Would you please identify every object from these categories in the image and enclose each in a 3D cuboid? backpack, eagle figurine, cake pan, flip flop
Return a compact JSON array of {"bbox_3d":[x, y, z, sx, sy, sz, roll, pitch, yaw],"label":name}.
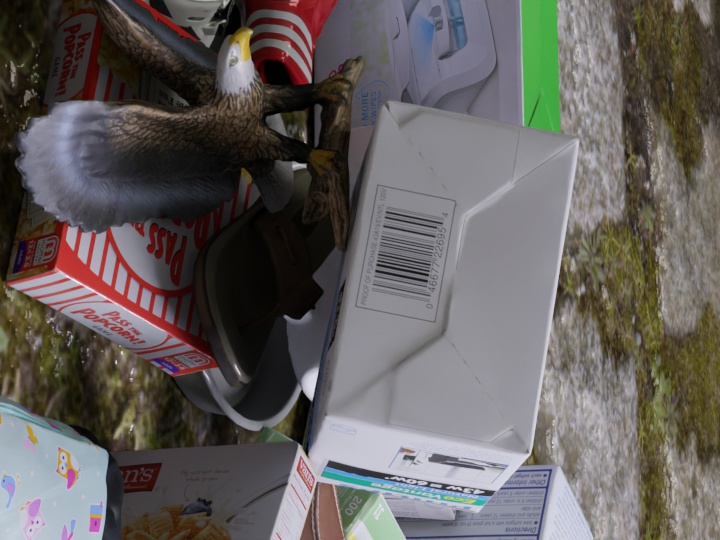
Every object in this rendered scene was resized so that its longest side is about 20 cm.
[{"bbox_3d":[-0.208,0.125,1.141,0.200,0.126,0.168,36,57,-57],"label":"backpack"},{"bbox_3d":[-0.100,-0.100,1.326,0.152,0.199,0.152,-100,-160,-65],"label":"eagle figurine"},{"bbox_3d":[-0.087,0.010,1.544,0.200,0.037,0.201,-3,90,-66],"label":"cake pan"},{"bbox_3d":[-0.047,-0.003,1.408,0.200,0.057,0.081,-52,127,-51],"label":"flip flop"}]

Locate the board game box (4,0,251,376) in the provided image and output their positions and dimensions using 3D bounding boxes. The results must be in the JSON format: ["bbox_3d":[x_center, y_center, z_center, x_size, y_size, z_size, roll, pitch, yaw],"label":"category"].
[{"bbox_3d":[-0.136,-0.056,1.391,0.151,0.046,0.201,32,56,-43],"label":"board game box"}]

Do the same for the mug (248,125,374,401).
[{"bbox_3d":[0.000,0.000,1.552,0.200,0.147,0.176,30,57,-27],"label":"mug"}]

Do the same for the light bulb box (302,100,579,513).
[{"bbox_3d":[0.044,0.028,1.363,0.200,0.124,0.199,111,-10,-73],"label":"light bulb box"}]

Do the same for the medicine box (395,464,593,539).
[{"bbox_3d":[0.064,0.255,1.674,0.103,0.181,0.201,60,35,-45],"label":"medicine box"}]

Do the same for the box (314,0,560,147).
[{"bbox_3d":[0.059,-0.184,1.738,0.097,0.176,0.201,19,69,-66],"label":"box"}]

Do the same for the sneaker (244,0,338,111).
[{"bbox_3d":[-0.058,-0.173,1.598,0.200,0.078,0.116,-17,117,-81],"label":"sneaker"}]

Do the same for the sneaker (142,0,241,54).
[{"bbox_3d":[-0.109,-0.180,1.465,0.200,0.088,0.075,20,67,-67],"label":"sneaker"}]

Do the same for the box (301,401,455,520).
[{"bbox_3d":[0.029,0.084,1.695,0.060,0.116,0.201,68,27,-55],"label":"box"}]

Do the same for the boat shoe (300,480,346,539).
[{"bbox_3d":[-0.011,0.225,1.445,0.076,0.071,0.201,-13,97,-69],"label":"boat shoe"}]

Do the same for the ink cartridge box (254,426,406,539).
[{"bbox_3d":[0.016,0.198,1.541,0.048,0.199,0.146,-54,152,-16],"label":"ink cartridge box"}]

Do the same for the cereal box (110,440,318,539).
[{"bbox_3d":[-0.116,0.191,1.319,0.040,0.143,0.201,62,33,-41],"label":"cereal box"}]
